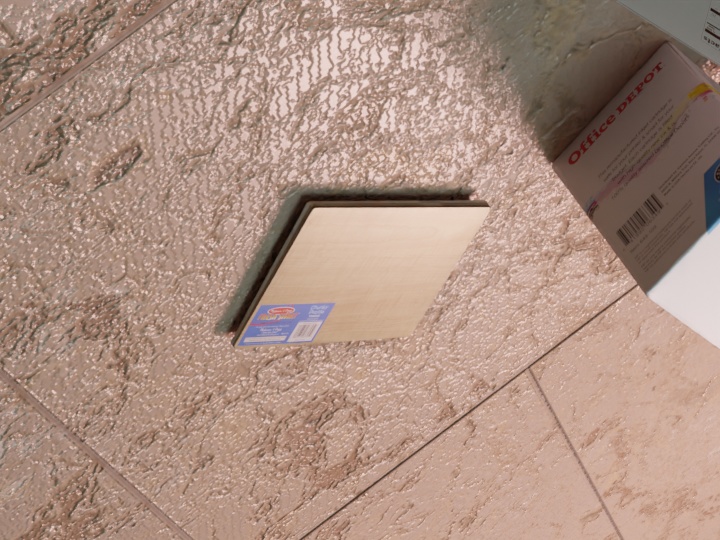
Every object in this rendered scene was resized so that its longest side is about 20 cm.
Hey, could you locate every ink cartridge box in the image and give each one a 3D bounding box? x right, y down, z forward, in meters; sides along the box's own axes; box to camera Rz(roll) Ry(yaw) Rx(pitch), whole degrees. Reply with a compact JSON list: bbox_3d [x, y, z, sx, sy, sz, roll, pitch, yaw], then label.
[{"bbox_3d":[0.283,-0.056,1.574,0.146,0.200,0.147,32,108,-35],"label":"ink cartridge box"}]

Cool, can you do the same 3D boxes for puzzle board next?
[{"bbox_3d":[0.000,0.000,1.569,0.199,0.017,0.151,-2,134,-42],"label":"puzzle board"}]

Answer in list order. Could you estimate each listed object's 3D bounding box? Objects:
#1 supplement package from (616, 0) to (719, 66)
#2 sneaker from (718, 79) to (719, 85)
[{"bbox_3d":[0.308,-0.274,1.368,0.191,0.147,0.200,-38,152,-34],"label":"supplement package"},{"bbox_3d":[0.391,-0.211,1.636,0.200,0.072,0.083,-44,146,9],"label":"sneaker"}]
